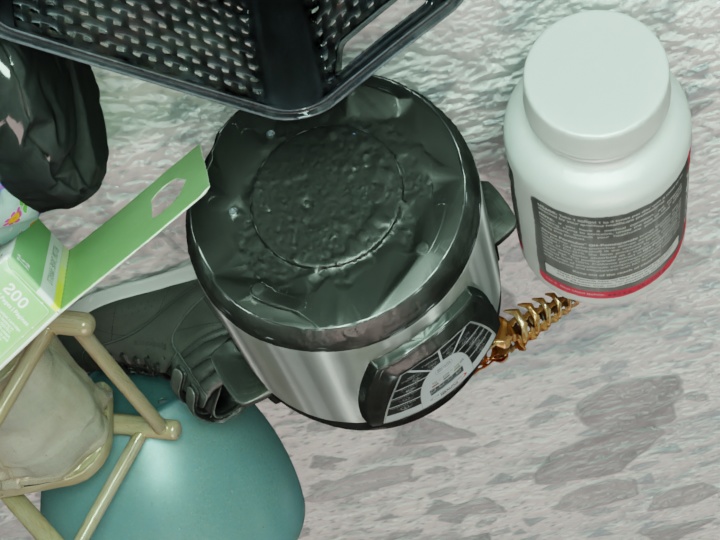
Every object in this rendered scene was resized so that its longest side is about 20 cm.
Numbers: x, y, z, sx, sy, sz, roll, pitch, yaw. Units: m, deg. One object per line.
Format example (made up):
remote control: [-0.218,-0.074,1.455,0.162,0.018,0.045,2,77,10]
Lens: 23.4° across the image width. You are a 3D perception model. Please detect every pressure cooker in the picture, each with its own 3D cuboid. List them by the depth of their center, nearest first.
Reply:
pressure cooker: [-0.001,-0.003,1.037,0.174,0.181,0.200,7,157,13]

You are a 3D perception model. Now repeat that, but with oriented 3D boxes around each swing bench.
swing bench: [-0.250,0.085,1.119,0.198,0.131,0.199,22,161,20]

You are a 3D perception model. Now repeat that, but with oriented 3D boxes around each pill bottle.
pill bottle: [0.142,-0.067,1.038,0.109,0.112,0.200,-13,155,3]

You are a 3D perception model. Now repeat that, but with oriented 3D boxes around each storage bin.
storage bin: [-0.065,-0.158,0.784,0.199,0.095,0.135,12,145,-42]

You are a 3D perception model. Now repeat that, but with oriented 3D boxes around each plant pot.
plant pot: [-0.150,0.138,1.275,0.198,0.201,0.136,-12,120,0]

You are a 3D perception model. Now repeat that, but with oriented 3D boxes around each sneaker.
sneaker: [-0.137,0.062,1.192,0.198,0.100,0.071,-19,156,17]

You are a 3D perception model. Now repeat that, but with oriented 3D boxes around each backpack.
backpack: [-0.239,-0.064,0.859,0.198,0.128,0.167,-14,157,6]

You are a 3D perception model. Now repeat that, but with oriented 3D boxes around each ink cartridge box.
ink cartridge box: [-0.172,-0.007,0.941,0.200,0.146,0.048,-43,105,3]

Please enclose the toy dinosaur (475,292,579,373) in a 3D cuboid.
toy dinosaur: [0.044,0.035,1.173,0.198,0.137,0.102,1,151,-25]
